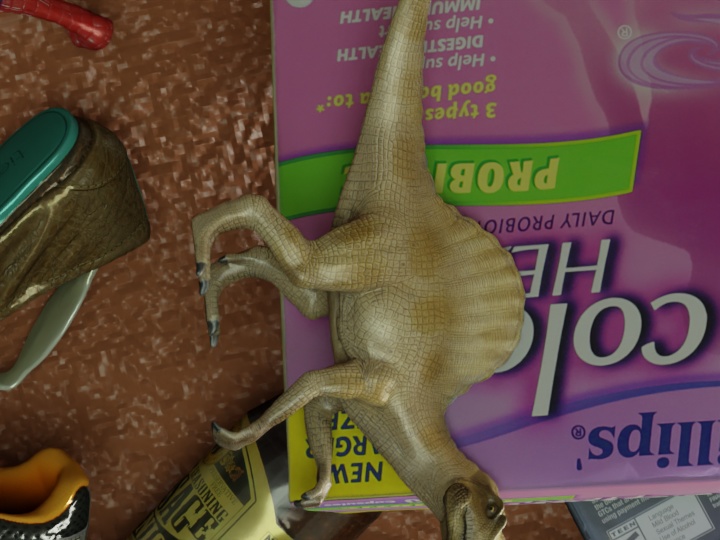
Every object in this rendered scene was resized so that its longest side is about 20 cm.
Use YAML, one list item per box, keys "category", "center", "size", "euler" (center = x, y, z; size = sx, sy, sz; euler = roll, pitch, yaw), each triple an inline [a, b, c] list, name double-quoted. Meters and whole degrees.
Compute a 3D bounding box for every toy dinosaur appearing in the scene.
- category: "toy dinosaur"
  center: [0.000, 0.000, 0.763]
  size: [0.101, 0.058, 0.201]
  euler: [-6, 88, -3]

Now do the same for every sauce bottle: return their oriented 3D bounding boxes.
- category: "sauce bottle"
  center: [-0.033, 0.088, 0.907]
  size: [0.066, 0.066, 0.200]
  euler: [42, 94, -12]

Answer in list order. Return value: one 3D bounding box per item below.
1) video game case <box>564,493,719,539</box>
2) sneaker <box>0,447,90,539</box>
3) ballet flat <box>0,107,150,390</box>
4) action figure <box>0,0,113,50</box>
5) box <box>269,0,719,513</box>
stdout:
- category: "video game case"
  center: [0.106, -0.005, 0.867]
  size: [0.143, 0.019, 0.200]
  euler: [-29, 75, 7]
- category: "sneaker"
  center: [-0.181, 0.080, 0.839]
  size: [0.200, 0.078, 0.077]
  euler: [16, 106, -36]
- category: "ballet flat"
  center: [-0.157, 0.024, 0.889]
  size: [0.200, 0.068, 0.072]
  euler: [-39, 122, 1]
- category: "action figure"
  center: [-0.183, -0.136, 0.848]
  size: [0.199, 0.099, 0.065]
  euler: [17, 99, -31]
- category: "box"
  center: [0.066, -0.024, 0.818]
  size: [0.175, 0.097, 0.201]
  euler: [-4, 83, 12]
